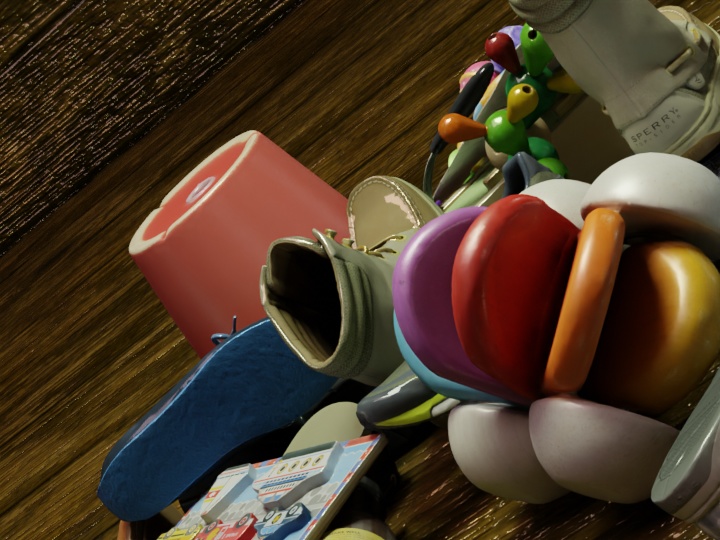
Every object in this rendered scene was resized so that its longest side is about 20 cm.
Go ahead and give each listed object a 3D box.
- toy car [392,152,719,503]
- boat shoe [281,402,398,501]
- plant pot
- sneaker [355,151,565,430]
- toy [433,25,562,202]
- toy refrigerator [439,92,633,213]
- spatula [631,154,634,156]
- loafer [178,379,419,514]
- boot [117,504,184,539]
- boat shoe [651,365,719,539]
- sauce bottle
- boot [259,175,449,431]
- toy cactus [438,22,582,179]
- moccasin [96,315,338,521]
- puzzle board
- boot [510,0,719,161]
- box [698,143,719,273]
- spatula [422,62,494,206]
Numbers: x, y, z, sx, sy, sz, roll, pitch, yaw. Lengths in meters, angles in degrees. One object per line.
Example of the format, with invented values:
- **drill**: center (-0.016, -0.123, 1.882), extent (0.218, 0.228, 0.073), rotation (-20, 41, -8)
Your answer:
- **toy car**: center (0.091, 0.022, 0.991), extent (0.200, 0.150, 0.175), rotation (-13, 59, 63)
- **boat shoe**: center (-0.048, 0.175, 1.195), extent (0.074, 0.063, 0.201), rotation (13, 55, 47)
- **plant pot**: center (-0.075, -0.002, 1.535), extent (0.200, 0.177, 0.200), rotation (-39, 14, 12)
- **sneaker**: center (0.060, 0.014, 1.128), extent (0.200, 0.081, 0.074), rotation (-47, 12, -19)
- **toy**: center (0.104, -0.135, 1.392), extent (0.115, 0.047, 0.200), rotation (-36, -18, -34)
- **toy refrigerator**: center (0.126, -0.063, 1.381), extent (0.200, 0.070, 0.076), rotation (-44, 14, -5)
- **spatula**: center (0.230, -0.106, 1.264), extent (0.200, 0.057, 0.021), rotation (-41, 10, 24)
- **loafer**: center (-0.036, 0.120, 1.315), extent (0.200, 0.073, 0.072), rotation (-27, 11, 22)
- **boot**: center (-0.173, 0.249, 1.277), extent (0.155, 0.077, 0.200), rotation (-42, 32, 20)
- **boat shoe**: center (0.203, 0.053, 0.880), extent (0.202, 0.065, 0.074), rotation (-48, -5, -41)
- **sauce bottle**: center (-0.006, 0.174, 1.069), extent (0.065, 0.065, 0.200), rotation (-39, 15, 16)
- **boot**: center (0.000, 0.000, 1.213), extent (0.072, 0.155, 0.200), rotation (-40, 50, 26)
- **toy cactus**: center (0.102, -0.071, 1.265), extent (0.102, 0.200, 0.165), rotation (-10, 18, -1)
- **moccasin**: center (-0.094, 0.082, 1.261), extent (0.200, 0.081, 0.068), rotation (-33, 10, 0)
- **puzzle board**: center (-0.080, 0.162, 1.138), extent (0.200, 0.017, 0.151), rotation (-20, 28, 55)
- **boot**: center (0.153, -0.154, 1.166), extent (0.072, 0.155, 0.200), rotation (-37, 17, 22)
- **box**: center (0.211, -0.039, 1.125), extent (0.199, 0.050, 0.200), rotation (-52, 16, -24)
- **spatula**: center (0.053, -0.071, 1.353), extent (0.057, 0.021, 0.200), rotation (-45, -16, -46)
